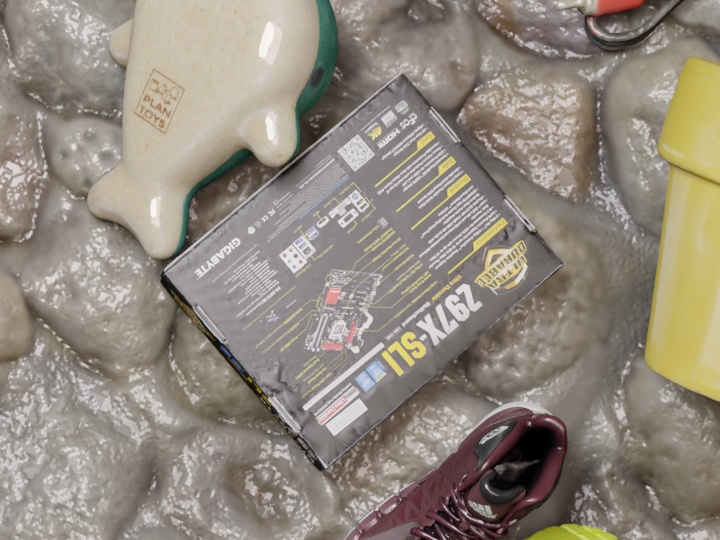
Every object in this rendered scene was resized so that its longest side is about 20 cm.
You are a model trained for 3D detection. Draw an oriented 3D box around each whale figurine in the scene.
[{"bbox_3d":[-0.089,-0.105,1.498,0.159,0.104,0.200,33,102,30],"label":"whale figurine"}]

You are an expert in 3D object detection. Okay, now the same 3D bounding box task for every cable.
[{"bbox_3d":[0.213,-0.196,1.555,0.200,0.050,0.097,-6,85,-6],"label":"cable"}]

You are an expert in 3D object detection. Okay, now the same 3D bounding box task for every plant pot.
[{"bbox_3d":[0.263,-0.011,1.478,0.200,0.201,0.189,17,97,-4],"label":"plant pot"}]

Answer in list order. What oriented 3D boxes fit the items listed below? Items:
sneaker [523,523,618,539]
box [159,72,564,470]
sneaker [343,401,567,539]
[{"bbox_3d":[0.090,0.221,1.490,0.200,0.084,0.074,-26,65,-25],"label":"sneaker"},{"bbox_3d":[0.000,0.000,1.513,0.200,0.049,0.160,-41,92,-9],"label":"box"},{"bbox_3d":[0.052,0.153,1.467,0.076,0.116,0.200,41,81,0],"label":"sneaker"}]
